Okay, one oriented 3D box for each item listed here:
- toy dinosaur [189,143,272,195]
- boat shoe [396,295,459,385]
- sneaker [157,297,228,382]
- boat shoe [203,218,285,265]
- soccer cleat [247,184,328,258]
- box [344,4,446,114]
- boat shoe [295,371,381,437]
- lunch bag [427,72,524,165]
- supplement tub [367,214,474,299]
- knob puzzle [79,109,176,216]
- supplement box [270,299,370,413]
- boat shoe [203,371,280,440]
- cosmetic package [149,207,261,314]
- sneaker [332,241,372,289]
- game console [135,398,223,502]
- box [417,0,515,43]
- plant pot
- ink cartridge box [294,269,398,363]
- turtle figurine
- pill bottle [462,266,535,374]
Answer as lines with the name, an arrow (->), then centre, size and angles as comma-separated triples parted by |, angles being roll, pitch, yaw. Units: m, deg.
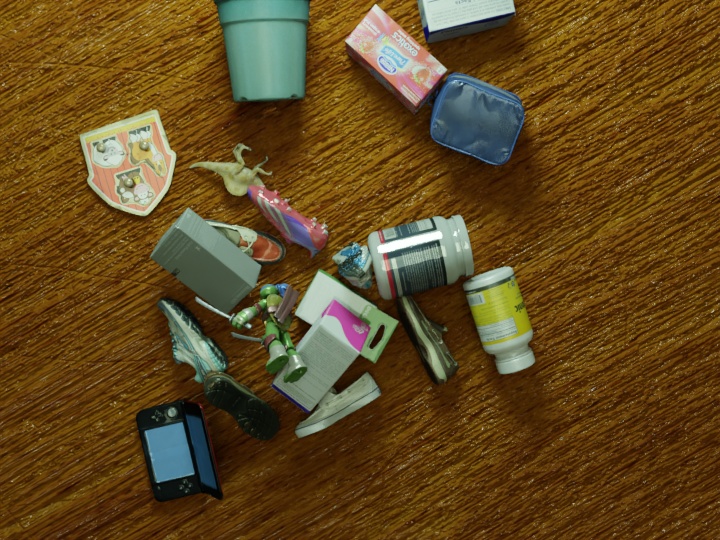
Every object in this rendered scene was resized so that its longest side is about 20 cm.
toy dinosaur -> -0.256, -0.210, 1.695 | 0.197, 0.058, 0.103 | 25, 93, -1
boat shoe -> 0.144, 0.134, 1.712 | 0.074, 0.075, 0.205 | -27, 98, -13
sneaker -> -0.368, 0.148, 1.702 | 0.086, 0.078, 0.201 | -38, 92, 5
boat shoe -> -0.253, -0.060, 1.700 | 0.196, 0.063, 0.072 | 18, 90, -2
soccer cleat -> -0.157, -0.102, 1.686 | 0.198, 0.067, 0.077 | 32, 108, -16
box -> 0.072, -0.427, 1.665 | 0.200, 0.095, 0.100 | 43, 92, 1
boat shoe -> -0.057, 0.278, 1.713 | 0.198, 0.071, 0.071 | -29, 87, -1
lunch bag -> 0.229, -0.312, 1.658 | 0.197, 0.133, 0.138 | 23, 111, 0
supplement tub -> 0.121, -0.029, 1.663 | 0.196, 0.140, 0.143 | -13, 93, 1
knob puzzle -> -0.479, -0.213, 1.708 | 0.215, 0.030, 0.225 | 0, 93, -1
supplement box -> -0.080, 0.173, 1.649 | 0.103, 0.102, 0.201 | 35, 122, -4
boat shoe -> -0.247, 0.274, 1.703 | 0.076, 0.074, 0.200 | -44, 117, -1
cosmetic package -> -0.309, -0.016, 1.650 | 0.199, 0.091, 0.107 | 40, 119, -16
sneaker -> 0.000, 0.000, 1.641 | 0.074, 0.200, 0.087 | -34, 102, 1
game console -> -0.377, 0.380, 1.690 | 0.169, 0.119, 0.204 | -13, 92, 0
box -> 0.200, -0.588, 1.657 | 0.180, 0.105, 0.204 | -13, 92, 0
plant pot -> -0.188, -0.439, 1.627 | 0.196, 0.200, 0.200 | -2, 100, 0
ink cartridge box -> -0.028, 0.095, 1.708 | 0.198, 0.059, 0.105 | 31, 94, -1
turtle figurine -> -0.195, 0.133, 1.588 | 0.197, 0.145, 0.195 | -17, 51, -15
pill bottle -> 0.291, 0.104, 1.685 | 0.109, 0.111, 0.204 | -18, 93, 1
